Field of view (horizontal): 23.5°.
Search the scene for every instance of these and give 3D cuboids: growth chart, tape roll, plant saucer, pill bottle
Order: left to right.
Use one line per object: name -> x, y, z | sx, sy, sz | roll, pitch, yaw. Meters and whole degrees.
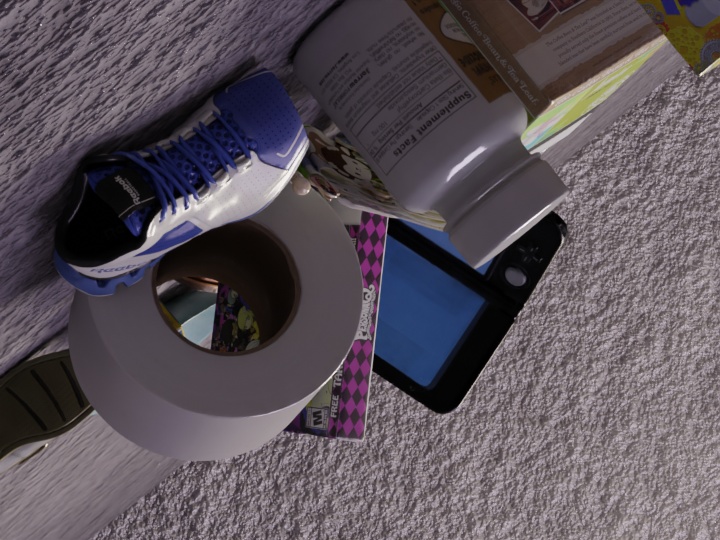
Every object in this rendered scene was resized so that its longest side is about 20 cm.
plant saucer -> -0.212, 0.074, 1.786 | 0.201, 0.039, 0.201 | -38, 175, -4
tape roll -> -0.111, 0.030, 1.289 | 0.203, 0.203, 0.139 | -36, 173, -23
growth chart -> 0.008, -0.072, 1.318 | 0.200, 0.145, 0.018 | 14, 113, -33
pill bottle -> 0.054, -0.106, 1.243 | 0.114, 0.200, 0.114 | -38, 175, -4

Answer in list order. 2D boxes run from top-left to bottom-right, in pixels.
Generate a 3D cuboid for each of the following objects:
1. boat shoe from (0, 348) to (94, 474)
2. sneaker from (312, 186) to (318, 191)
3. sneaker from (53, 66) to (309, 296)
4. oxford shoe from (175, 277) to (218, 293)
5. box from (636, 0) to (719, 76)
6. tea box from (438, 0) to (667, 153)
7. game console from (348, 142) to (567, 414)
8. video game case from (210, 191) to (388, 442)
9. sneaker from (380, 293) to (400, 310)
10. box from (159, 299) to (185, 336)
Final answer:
boat shoe -> -0.304, 0.130, 1.545 | 0.200, 0.075, 0.068 | -32, 180, 2
sneaker -> 0.039, -0.052, 1.629 | 0.073, 0.200, 0.114 | 130, -23, -57
sneaker -> -0.124, -0.055, 1.147 | 0.199, 0.081, 0.115 | -37, 176, -2
oxford shoe -> -0.110, -0.029, 1.599 | 0.200, 0.071, 0.071 | -26, 138, -58
box -> 0.249, -0.267, 1.206 | 0.122, 0.200, 0.193 | -42, 173, 36
tea box -> 0.132, -0.178, 1.488 | 0.200, 0.134, 0.197 | -33, 171, -38
game console -> 0.043, -0.009, 1.452 | 0.116, 0.200, 0.176 | -52, 172, -38
video game case -> -0.055, 0.034, 1.433 | 0.036, 0.200, 0.181 | 10, 176, -41
sneaker -> 0.000, 0.000, 1.547 | 0.082, 0.200, 0.074 | 87, 24, -78
box -> -0.202, 0.059, 1.582 | 0.064, 0.070, 0.200 | -40, 175, -8
